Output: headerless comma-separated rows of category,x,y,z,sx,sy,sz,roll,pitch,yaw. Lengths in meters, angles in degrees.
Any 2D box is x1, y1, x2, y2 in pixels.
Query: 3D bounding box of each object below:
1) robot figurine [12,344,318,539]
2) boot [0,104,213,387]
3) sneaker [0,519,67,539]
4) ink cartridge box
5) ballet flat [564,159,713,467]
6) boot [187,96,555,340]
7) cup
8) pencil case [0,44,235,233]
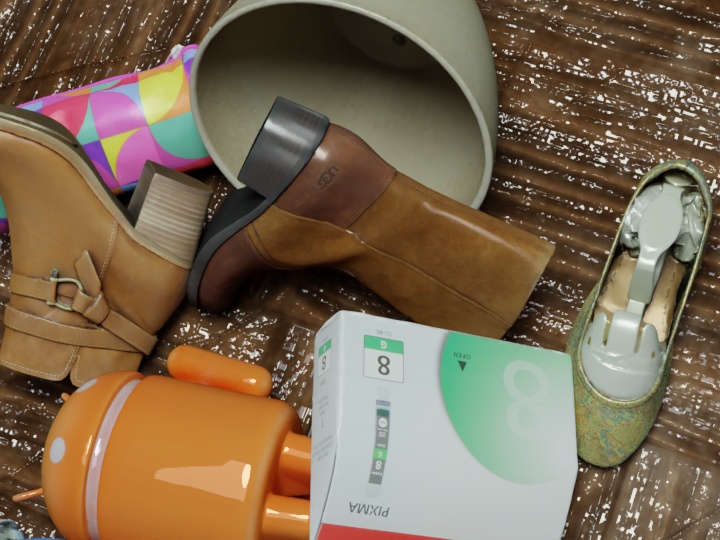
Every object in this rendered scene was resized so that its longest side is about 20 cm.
robot figurine,-0.109,0.128,0.773,0.197,0.117,0.146,10,96,12
boot,-0.208,-0.015,0.820,0.198,0.077,0.157,21,99,-21
sneaker,-0.278,0.157,0.810,0.197,0.081,0.149,-19,73,8
ink cartridge box,0.050,0.134,0.733,0.159,0.050,0.203,12,61,-21
ballet flat,0.173,0.021,0.790,0.070,0.071,0.202,19,76,15
boot,0.000,0.000,0.814,0.198,0.189,0.069,28,36,-8
cup,0.006,-0.134,0.819,0.197,0.202,0.144,13,51,13
pencil case,-0.178,-0.093,0.878,0.197,0.089,0.090,-20,69,2
